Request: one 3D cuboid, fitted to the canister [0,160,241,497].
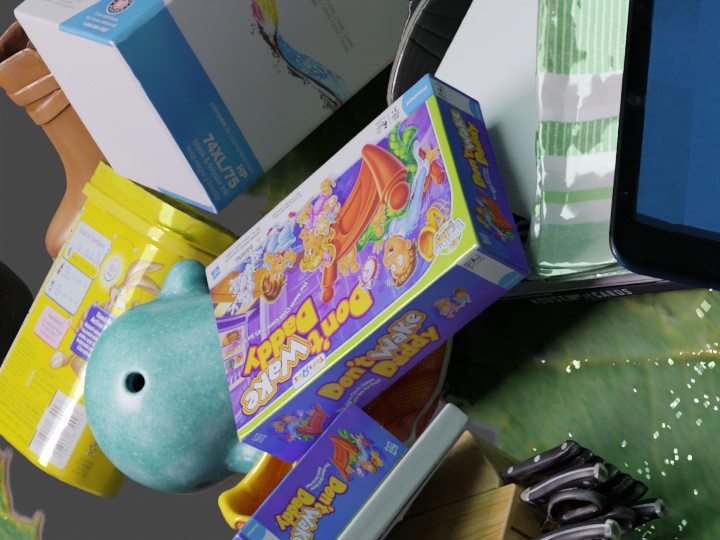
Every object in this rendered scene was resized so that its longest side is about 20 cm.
[{"bbox_3d":[-0.175,0.041,1.824,0.148,0.086,0.201,31,94,54],"label":"canister"}]

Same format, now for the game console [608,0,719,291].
[{"bbox_3d":[0.236,-0.089,1.372,0.170,0.118,0.201,-20,54,44],"label":"game console"}]

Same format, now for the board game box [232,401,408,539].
[{"bbox_3d":[-0.060,0.182,1.515,0.135,0.045,0.200,-47,-6,-46],"label":"board game box"}]

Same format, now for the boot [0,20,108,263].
[{"bbox_3d":[-0.213,-0.109,1.906,0.201,0.154,0.074,-56,37,9],"label":"boot"}]

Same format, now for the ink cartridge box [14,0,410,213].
[{"bbox_3d":[-0.092,-0.167,1.743,0.200,0.146,0.146,-42,32,-18],"label":"ink cartridge box"}]

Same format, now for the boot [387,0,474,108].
[{"bbox_3d":[0.060,-0.187,1.682,0.205,0.073,0.154,-65,20,1],"label":"boot"}]

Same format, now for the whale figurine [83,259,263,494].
[{"bbox_3d":[-0.092,0.059,1.683,0.199,0.104,0.160,-31,69,19],"label":"whale figurine"}]

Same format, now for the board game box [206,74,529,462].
[{"bbox_3d":[0.000,0.000,1.533,0.200,0.045,0.135,-40,44,27],"label":"board game box"}]

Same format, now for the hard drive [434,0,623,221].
[{"bbox_3d":[0.116,-0.134,1.561,0.131,0.026,0.201,27,89,39],"label":"hard drive"}]

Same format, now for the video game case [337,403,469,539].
[{"bbox_3d":[-0.015,0.169,1.467,0.143,0.018,0.200,-48,-6,-37],"label":"video game case"}]

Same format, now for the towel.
[{"bbox_3d":[0.162,-0.096,1.480,0.152,0.023,0.202,-9,65,31],"label":"towel"}]

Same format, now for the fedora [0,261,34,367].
[{"bbox_3d":[-0.316,0.038,1.993,0.200,0.091,0.202,-30,47,37],"label":"fedora"}]

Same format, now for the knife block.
[{"bbox_3d":[0.077,0.175,1.420,0.200,0.064,0.176,-53,26,12],"label":"knife block"}]

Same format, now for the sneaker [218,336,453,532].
[{"bbox_3d":[-0.011,0.089,1.600,0.201,0.077,0.073,-56,35,6],"label":"sneaker"}]

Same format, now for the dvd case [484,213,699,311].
[{"bbox_3d":[0.149,-0.054,1.537,0.199,0.025,0.151,-7,62,48],"label":"dvd case"}]
